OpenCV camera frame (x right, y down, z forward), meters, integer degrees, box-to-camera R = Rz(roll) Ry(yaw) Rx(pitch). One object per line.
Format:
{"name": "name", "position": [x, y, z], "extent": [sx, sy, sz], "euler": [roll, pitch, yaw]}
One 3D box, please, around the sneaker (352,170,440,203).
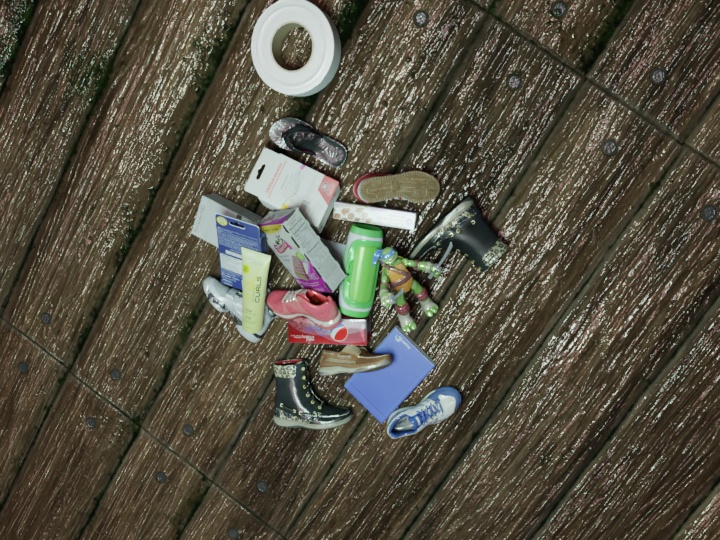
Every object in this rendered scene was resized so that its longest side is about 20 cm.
{"name": "sneaker", "position": [0.075, -0.189, 1.532], "extent": [0.194, 0.112, 0.074], "euler": [-3, 99, -18]}

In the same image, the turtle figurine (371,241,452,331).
{"name": "turtle figurine", "position": [0.115, 0.047, 1.484], "extent": [0.196, 0.145, 0.196], "euler": [6, 138, 35]}

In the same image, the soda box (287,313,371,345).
{"name": "soda box", "position": [-0.073, 0.136, 1.615], "extent": [0.194, 0.070, 0.066], "euler": [1, 102, 13]}

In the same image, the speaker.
{"name": "speaker", "position": [0.000, 0.000, 1.567], "extent": [0.086, 0.088, 0.206], "euler": [12, 102, 10]}

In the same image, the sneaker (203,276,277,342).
{"name": "sneaker", "position": [-0.286, 0.069, 1.652], "extent": [0.115, 0.075, 0.200], "euler": [-42, 94, 16]}

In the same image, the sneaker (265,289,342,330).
{"name": "sneaker", "position": [-0.135, 0.068, 1.568], "extent": [0.195, 0.075, 0.088], "euler": [12, 140, 21]}

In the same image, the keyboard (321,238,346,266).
{"name": "keyboard", "position": [-0.112, -0.052, 1.623], "extent": [0.194, 0.011, 0.058], "euler": [14, 98, 10]}

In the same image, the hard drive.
{"name": "hard drive", "position": [0.069, 0.251, 1.627], "extent": [0.132, 0.025, 0.201], "euler": [42, 106, 3]}

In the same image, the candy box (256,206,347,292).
{"name": "candy box", "position": [-0.135, -0.043, 1.532], "extent": [0.135, 0.061, 0.202], "euler": [0, 130, 55]}

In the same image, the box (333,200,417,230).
{"name": "box", "position": [0.034, -0.128, 1.559], "extent": [0.194, 0.041, 0.040], "euler": [9, 102, 12]}

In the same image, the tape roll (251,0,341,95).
{"name": "tape roll", "position": [-0.144, -0.499, 1.517], "extent": [0.196, 0.071, 0.209], "euler": [3, 101, 13]}

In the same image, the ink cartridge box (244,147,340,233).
{"name": "ink cartridge box", "position": [-0.157, -0.186, 1.561], "extent": [0.196, 0.068, 0.119], "euler": [27, 82, 7]}

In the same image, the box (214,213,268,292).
{"name": "box", "position": [-0.273, -0.040, 1.558], "extent": [0.118, 0.033, 0.204], "euler": [18, 131, 16]}

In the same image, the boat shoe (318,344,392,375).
{"name": "boat shoe", "position": [-0.017, 0.207, 1.601], "extent": [0.195, 0.075, 0.074], "euler": [-9, 79, 27]}

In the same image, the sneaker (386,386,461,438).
{"name": "sneaker", "position": [0.150, 0.345, 1.594], "extent": [0.197, 0.088, 0.077], "euler": [-31, 91, 15]}

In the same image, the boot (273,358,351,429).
{"name": "boot", "position": [-0.122, 0.300, 1.649], "extent": [0.197, 0.073, 0.159], "euler": [-2, 97, 12]}

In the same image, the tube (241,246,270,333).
{"name": "tube", "position": [-0.246, 0.047, 1.555], "extent": [0.056, 0.052, 0.205], "euler": [-4, 120, -22]}

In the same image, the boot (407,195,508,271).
{"name": "boot", "position": [0.217, -0.046, 1.516], "extent": [0.203, 0.074, 0.154], "euler": [-43, 92, 18]}

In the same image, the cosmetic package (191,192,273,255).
{"name": "cosmetic package", "position": [-0.298, -0.097, 1.621], "extent": [0.196, 0.074, 0.104], "euler": [25, 107, 8]}

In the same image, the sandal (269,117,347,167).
{"name": "sandal", "position": [-0.122, -0.299, 1.559], "extent": [0.195, 0.048, 0.077], "euler": [22, 104, 8]}
